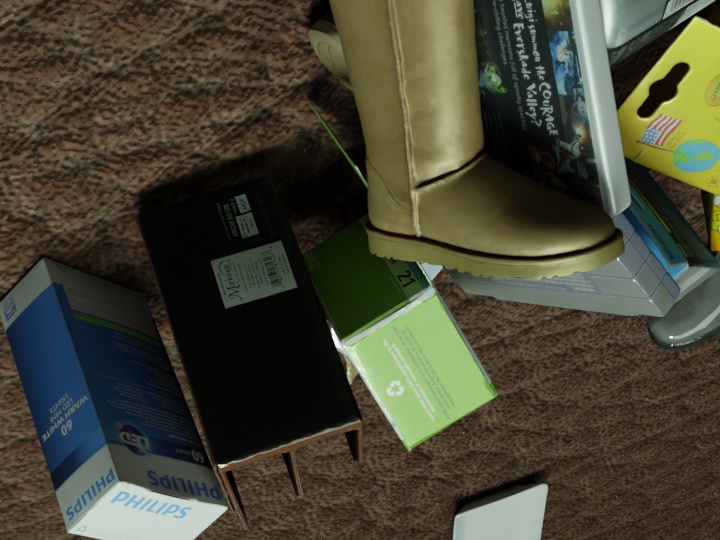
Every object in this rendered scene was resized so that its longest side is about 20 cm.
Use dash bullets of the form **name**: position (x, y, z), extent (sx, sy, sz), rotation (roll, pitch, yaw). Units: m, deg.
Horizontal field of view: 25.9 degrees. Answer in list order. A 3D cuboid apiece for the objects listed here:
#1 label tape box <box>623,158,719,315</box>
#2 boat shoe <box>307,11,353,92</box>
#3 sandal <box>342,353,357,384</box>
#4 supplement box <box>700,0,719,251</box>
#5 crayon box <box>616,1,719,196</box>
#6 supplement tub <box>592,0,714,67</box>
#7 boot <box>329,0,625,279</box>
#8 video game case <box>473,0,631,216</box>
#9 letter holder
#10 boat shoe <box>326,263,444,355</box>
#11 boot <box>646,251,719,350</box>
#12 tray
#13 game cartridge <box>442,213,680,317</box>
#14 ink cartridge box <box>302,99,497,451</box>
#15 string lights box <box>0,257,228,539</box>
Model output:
- **label tape box**: position (0.182, -0.041, 1.139), extent (0.066, 0.143, 0.200), rotation (-40, 167, 17)
- **boat shoe**: position (0.044, -0.127, 1.073), extent (0.200, 0.072, 0.065), rotation (36, 88, -38)
- **sandal**: position (-0.032, 0.067, 1.258), extent (0.212, 0.070, 0.078), rotation (-12, 142, -20)
- **supplement box**: position (0.314, -0.122, 1.163), extent (0.109, 0.110, 0.200), rotation (-2, 137, 6)
- **crayon box**: position (0.273, -0.108, 1.063), extent (0.200, 0.051, 0.127), rotation (20, 134, -19)
- **supplement tub**: position (0.162, -0.202, 0.962), extent (0.200, 0.123, 0.123), rotation (-34, 153, -37)
- **boot**: position (0.059, -0.099, 0.893), extent (0.066, 0.175, 0.200), rotation (-38, 126, -53)
- **video game case**: position (0.067, -0.135, 0.930), extent (0.023, 0.182, 0.200), rotation (-34, 122, -37)
- **letter holder**: position (-0.074, 0.062, 1.100), extent (0.101, 0.200, 0.142), rotation (-18, 152, -7)
- **boat shoe**: position (0.037, -0.026, 1.191), extent (0.074, 0.065, 0.200), rotation (38, 99, -23)
- **boot**: position (0.324, -0.025, 1.382), extent (0.200, 0.070, 0.132), rotation (-38, 141, -3)
- **tray**: position (0.143, 0.290, 1.684), extent (0.107, 0.022, 0.200), rotation (-17, 143, -12)
- **game cartridge**: position (0.111, -0.024, 1.070), extent (0.130, 0.200, 0.038), rotation (43, 69, -32)
- **ink cartridge box**: position (0.000, 0.000, 1.071), extent (0.076, 0.148, 0.200), rotation (-32, 117, 1)
- **string lights box**: position (-0.174, 0.093, 1.090), extent (0.059, 0.200, 0.103), rotation (-42, 141, 20)
